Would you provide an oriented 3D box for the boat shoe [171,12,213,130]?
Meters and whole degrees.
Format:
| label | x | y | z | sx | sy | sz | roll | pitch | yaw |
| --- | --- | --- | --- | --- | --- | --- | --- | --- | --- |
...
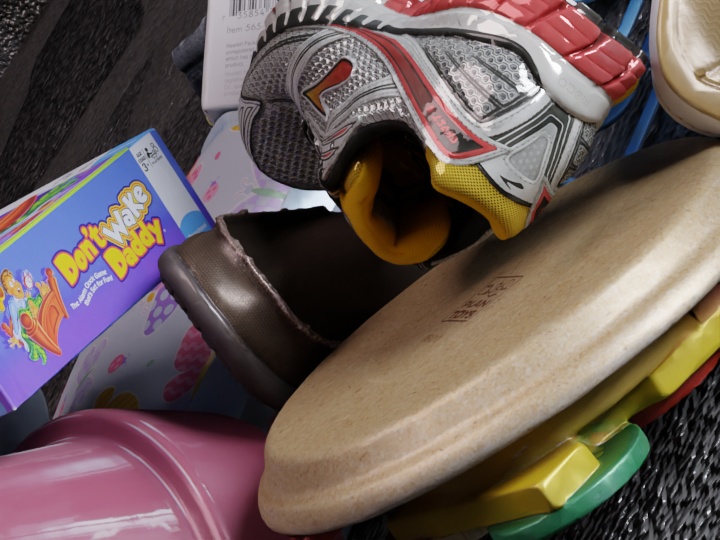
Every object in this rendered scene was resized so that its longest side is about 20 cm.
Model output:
| label | x | y | z | sx | sy | sz | roll | pitch | yaw |
| --- | --- | --- | --- | --- | --- | --- | --- | --- | --- |
| boat shoe | -0.009 | -0.101 | 1.292 | 0.200 | 0.091 | 0.071 | -30 | 1 | 44 |

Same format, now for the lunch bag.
| label | x | y | z | sx | sy | sz | roll | pitch | yaw |
| --- | --- | --- | --- | --- | --- | --- | --- | --- | --- |
| lunch bag | -0.048 | 0.042 | 1.167 | 0.200 | 0.127 | 0.170 | 122 | 172 | -67 |

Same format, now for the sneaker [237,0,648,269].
| label | x | y | z | sx | sy | sz | roll | pitch | yaw |
| --- | --- | --- | --- | --- | --- | --- | --- | --- | --- |
| sneaker | 0.007 | -0.046 | 0.934 | 0.082 | 0.078 | 0.200 | -59 | 20 | -15 |

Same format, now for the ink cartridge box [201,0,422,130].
| label | x | y | z | sx | sy | sz | roll | pitch | yaw |
| --- | --- | --- | --- | --- | --- | --- | --- | --- | --- |
| ink cartridge box | 0.002 | -0.149 | 1.208 | 0.068 | 0.115 | 0.201 | 51 | -142 | -63 |

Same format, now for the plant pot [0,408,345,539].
| label | x | y | z | sx | sy | sz | roll | pitch | yaw |
| --- | --- | --- | --- | --- | --- | --- | --- | --- | --- |
| plant pot | -0.122 | 0.144 | 0.959 | 0.200 | 0.179 | 0.201 | -4 | 85 | 51 |

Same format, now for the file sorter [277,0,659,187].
| label | x | y | z | sx | sy | sz | roll | pitch | yaw |
| --- | --- | --- | --- | --- | --- | --- | --- | --- | --- |
| file sorter | 0.051 | -0.133 | 0.996 | 0.200 | 0.122 | 0.139 | 75 | -143 | -66 |

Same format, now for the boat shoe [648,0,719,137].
| label | x | y | z | sx | sy | sz | roll | pitch | yaw |
| --- | --- | --- | --- | --- | --- | --- | --- | --- | --- |
| boat shoe | 0.133 | -0.112 | 0.941 | 0.069 | 0.071 | 0.200 | -50 | 11 | 55 |

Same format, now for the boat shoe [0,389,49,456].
| label | x | y | z | sx | sy | sz | roll | pitch | yaw |
| --- | --- | --- | --- | --- | --- | --- | --- | --- | --- |
| boat shoe | -0.182 | 0.120 | 1.092 | 0.068 | 0.074 | 0.200 | -14 | 48 | 37 |

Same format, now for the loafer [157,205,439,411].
| label | x | y | z | sx | sy | sz | roll | pitch | yaw |
| --- | --- | --- | --- | --- | --- | --- | --- | --- | --- |
| loafer | 0.000 | 0.000 | 1.022 | 0.071 | 0.073 | 0.200 | -45 | -18 | 20 |

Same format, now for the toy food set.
| label | x | y | z | sx | sy | sz | roll | pitch | yaw |
| --- | --- | --- | --- | --- | --- | --- | --- | --- | --- |
| toy food set | 0.049 | 0.028 | 0.897 | 0.198 | 0.049 | 0.200 | -41 | 12 | -31 |

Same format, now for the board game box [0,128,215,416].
| label | x | y | z | sx | sy | sz | roll | pitch | yaw |
| --- | --- | --- | --- | --- | --- | --- | --- | --- | --- |
| board game box | -0.162 | 0.030 | 1.034 | 0.200 | 0.045 | 0.134 | -25 | 12 | 38 |
